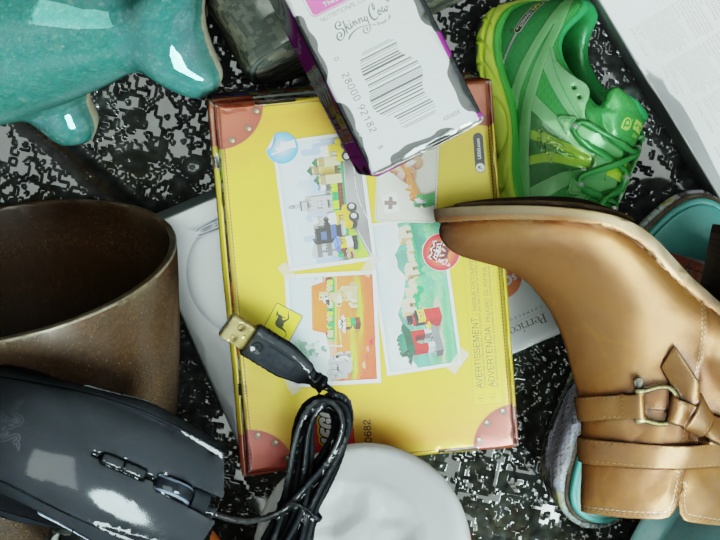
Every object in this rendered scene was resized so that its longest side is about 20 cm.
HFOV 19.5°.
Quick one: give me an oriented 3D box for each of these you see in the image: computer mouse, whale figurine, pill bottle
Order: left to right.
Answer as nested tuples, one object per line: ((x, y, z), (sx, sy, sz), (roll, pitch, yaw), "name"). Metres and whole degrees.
((-0.172, -0.128, 1.098), (0.200, 0.104, 0.159), (13, 127, 27), "whale figurine")
((-0.096, 0.075, 1.008), (0.200, 0.046, 0.140), (26, 72, -8), "computer mouse")
((0.010, 0.174, 1.125), (0.111, 0.200, 0.111), (-2, 67, 5), "pill bottle")

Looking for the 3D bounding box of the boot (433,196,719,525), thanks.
((0.124, 0.045, 1.066), (0.200, 0.077, 0.155), (10, 96, -10), "boot")

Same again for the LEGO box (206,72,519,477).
((0.000, 0.000, 1.122), (0.149, 0.077, 0.200), (-5, 97, -4), "LEGO box")

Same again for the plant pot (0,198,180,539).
((-0.176, 0.089, 1.134), (0.187, 0.187, 0.200), (-9, 113, -3), "plant pot")

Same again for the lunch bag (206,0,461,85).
((-0.016, -0.211, 1.124), (0.200, 0.139, 0.168), (-26, 87, 1), "lunch bag")

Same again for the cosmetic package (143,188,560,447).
((-0.003, 0.002, 1.188), (0.200, 0.052, 0.151), (-24, 99, -1), "cosmetic package")

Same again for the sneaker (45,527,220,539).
((-0.087, 0.166, 1.089), (0.090, 0.200, 0.070), (34, 79, 29), "sneaker")

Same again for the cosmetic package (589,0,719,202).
((0.198, -0.120, 1.186), (0.083, 0.051, 0.200), (-31, 98, 3), "cosmetic package")

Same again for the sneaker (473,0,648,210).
((0.118, -0.061, 1.144), (0.084, 0.074, 0.200), (-18, 75, 20), "sneaker")

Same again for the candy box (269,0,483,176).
((-0.017, -0.146, 0.988), (0.061, 0.136, 0.200), (-28, 95, -1), "candy box")

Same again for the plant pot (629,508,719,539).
((0.223, 0.172, 1.163), (0.134, 0.200, 0.200), (32, 94, 21), "plant pot")

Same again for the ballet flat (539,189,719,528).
((0.150, 0.045, 1.192), (0.072, 0.072, 0.200), (20, 94, -6), "ballet flat")

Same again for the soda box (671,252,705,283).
((0.255, 0.049, 1.167), (0.200, 0.064, 0.068), (15, 96, -28), "soda box")
